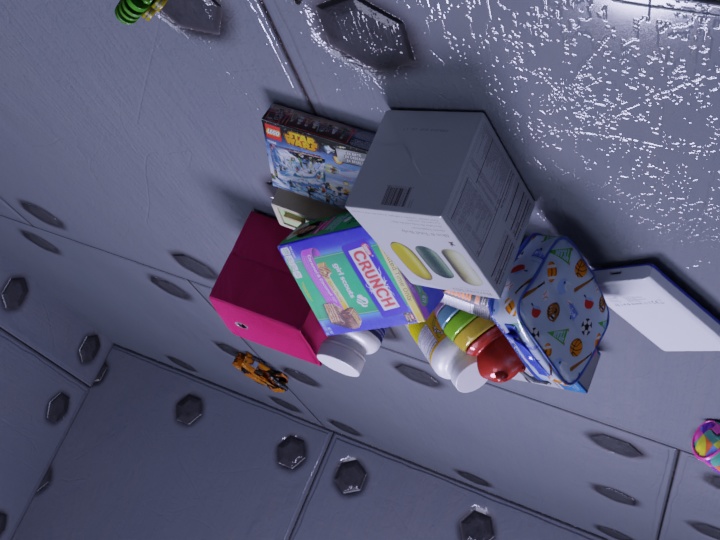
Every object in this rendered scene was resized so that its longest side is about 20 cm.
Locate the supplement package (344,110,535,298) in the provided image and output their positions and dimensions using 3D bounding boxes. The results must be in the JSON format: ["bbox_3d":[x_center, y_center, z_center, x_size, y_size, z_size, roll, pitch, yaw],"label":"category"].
[{"bbox_3d":[0.109,-0.086,1.161,0.150,0.153,0.200,9,156,37],"label":"supplement package"}]

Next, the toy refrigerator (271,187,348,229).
[{"bbox_3d":[-0.037,-0.081,1.403,0.197,0.071,0.076,21,160,15],"label":"toy refrigerator"}]

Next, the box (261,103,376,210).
[{"bbox_3d":[-0.044,-0.156,1.297,0.197,0.040,0.138,20,145,17],"label":"box"}]

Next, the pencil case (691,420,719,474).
[{"bbox_3d":[0.712,0.356,1.666,0.198,0.090,0.088,31,160,-22],"label":"pencil case"}]

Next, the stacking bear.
[{"bbox_3d":[0.191,0.093,1.452,0.202,0.120,0.114,55,129,17],"label":"stacking bear"}]

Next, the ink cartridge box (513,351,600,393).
[{"bbox_3d":[0.307,0.139,1.600,0.198,0.085,0.144,6,153,45],"label":"ink cartridge box"}]

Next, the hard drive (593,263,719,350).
[{"bbox_3d":[0.433,0.057,1.295,0.199,0.026,0.131,35,159,-24],"label":"hard drive"}]

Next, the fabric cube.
[{"bbox_3d":[-0.144,0.038,1.727,0.196,0.203,0.197,18,159,17],"label":"fabric cube"}]

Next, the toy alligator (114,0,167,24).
[{"bbox_3d":[-0.271,-0.347,1.109,0.059,0.055,0.199,34,159,-25],"label":"toy alligator"}]

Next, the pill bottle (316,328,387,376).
[{"bbox_3d":[-0.004,0.090,1.682,0.118,0.203,0.120,21,161,8],"label":"pill bottle"}]

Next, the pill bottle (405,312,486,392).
[{"bbox_3d":[0.154,0.118,1.572,0.104,0.104,0.201,46,-172,-47],"label":"pill bottle"}]

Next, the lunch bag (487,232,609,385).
[{"bbox_3d":[0.260,0.055,1.235,0.075,0.161,0.201,10,147,52],"label":"lunch bag"}]

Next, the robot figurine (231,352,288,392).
[{"bbox_3d":[-0.325,0.344,2.966,0.198,0.059,0.144,35,159,-22],"label":"robot figurine"}]

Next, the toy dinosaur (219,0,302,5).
[{"bbox_3d":[-0.122,-0.323,0.948,0.101,0.079,0.198,-2,-158,-46],"label":"toy dinosaur"}]

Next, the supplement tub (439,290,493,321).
[{"bbox_3d":[0.178,0.003,1.351,0.197,0.124,0.123,21,161,15],"label":"supplement tub"}]

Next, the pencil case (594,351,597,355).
[{"bbox_3d":[0.299,0.088,1.457,0.198,0.090,0.095,4,121,53],"label":"pencil case"}]

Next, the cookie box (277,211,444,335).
[{"bbox_3d":[0.000,0.000,1.326,0.197,0.075,0.173,-11,116,39],"label":"cookie box"}]
